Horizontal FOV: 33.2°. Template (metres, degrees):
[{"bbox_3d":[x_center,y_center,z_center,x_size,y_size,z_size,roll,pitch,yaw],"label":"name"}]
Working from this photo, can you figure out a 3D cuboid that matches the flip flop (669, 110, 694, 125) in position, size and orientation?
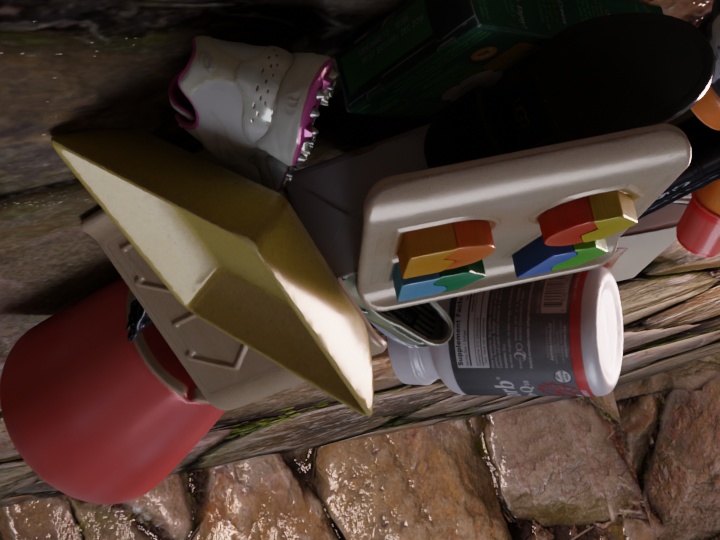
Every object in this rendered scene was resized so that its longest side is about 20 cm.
[{"bbox_3d":[0.265,-0.126,0.942,0.197,0.081,0.058,1,127,-22],"label":"flip flop"}]

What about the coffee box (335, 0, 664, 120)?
[{"bbox_3d":[0.095,-0.135,0.766,0.198,0.045,0.122,-2,163,-41],"label":"coffee box"}]

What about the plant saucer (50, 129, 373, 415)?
[{"bbox_3d":[-0.082,-0.010,0.782,0.049,0.199,0.201,-50,141,-16],"label":"plant saucer"}]

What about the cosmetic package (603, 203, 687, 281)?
[{"bbox_3d":[0.227,-0.055,1.116,0.086,0.105,0.200,-12,166,-5],"label":"cosmetic package"}]

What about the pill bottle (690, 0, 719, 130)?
[{"bbox_3d":[0.291,-0.157,0.743,0.105,0.108,0.199,-2,162,-42],"label":"pill bottle"}]

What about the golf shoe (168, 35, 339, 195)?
[{"bbox_3d":[-0.071,-0.096,0.737,0.090,0.076,0.200,19,167,-8],"label":"golf shoe"}]

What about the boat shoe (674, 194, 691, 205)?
[{"bbox_3d":[0.258,-0.090,1.001,0.197,0.068,0.057,14,-155,4],"label":"boat shoe"}]

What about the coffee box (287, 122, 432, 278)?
[{"bbox_3d":[0.035,-0.051,0.884,0.113,0.081,0.200,-17,180,15],"label":"coffee box"}]

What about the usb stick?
[{"bbox_3d":[0.189,-0.059,0.845,0.198,0.056,0.033,-27,139,5],"label":"usb stick"}]

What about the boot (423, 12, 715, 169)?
[{"bbox_3d":[0.148,-0.099,0.760,0.198,0.070,0.173,-18,173,34],"label":"boot"}]

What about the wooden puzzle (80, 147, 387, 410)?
[{"bbox_3d":[-0.094,0.004,0.923,0.184,0.201,0.046,-23,-159,37],"label":"wooden puzzle"}]

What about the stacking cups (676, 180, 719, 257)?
[{"bbox_3d":[0.286,-0.099,0.890,0.060,0.061,0.201,-6,135,-32],"label":"stacking cups"}]

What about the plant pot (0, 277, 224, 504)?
[{"bbox_3d":[-0.205,0.095,1.123,0.199,0.203,0.177,1,152,-48],"label":"plant pot"}]

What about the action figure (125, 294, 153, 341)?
[{"bbox_3d":[-0.105,0.017,1.052,0.197,0.120,0.102,3,151,-25],"label":"action figure"}]

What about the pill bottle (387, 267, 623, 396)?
[{"bbox_3d":[0.133,0.057,1.110,0.197,0.118,0.116,-2,173,26],"label":"pill bottle"}]

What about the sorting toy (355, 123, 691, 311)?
[{"bbox_3d":[0.090,-0.019,0.730,0.182,0.037,0.200,-11,163,-4],"label":"sorting toy"}]

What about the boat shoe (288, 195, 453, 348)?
[{"bbox_3d":[0.000,0.000,1.012,0.199,0.073,0.062,33,166,-25],"label":"boat shoe"}]
